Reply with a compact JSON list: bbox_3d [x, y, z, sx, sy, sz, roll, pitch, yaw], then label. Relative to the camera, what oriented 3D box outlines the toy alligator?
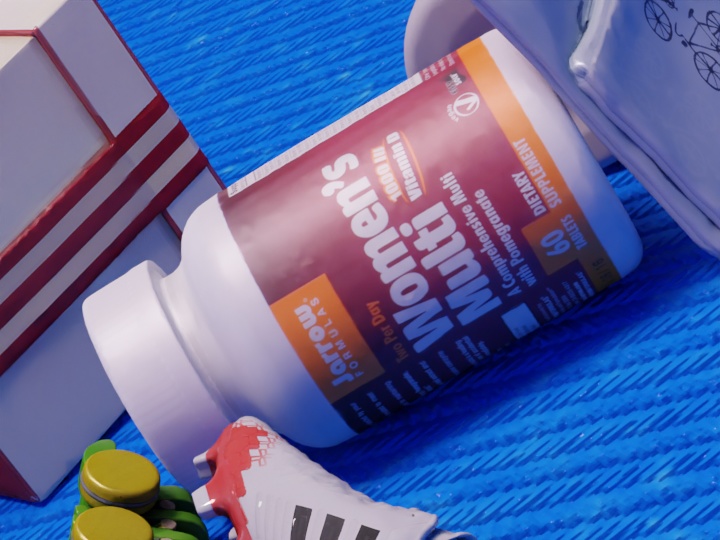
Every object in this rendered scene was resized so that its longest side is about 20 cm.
[{"bbox_3d":[-0.084,0.125,1.074,0.054,0.059,0.200,10,29,-5],"label":"toy alligator"}]

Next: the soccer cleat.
[{"bbox_3d":[-0.001,0.105,1.002,0.085,0.069,0.200,-24,28,-3],"label":"soccer cleat"}]

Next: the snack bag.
[{"bbox_3d":[0.099,-0.122,1.137,0.021,0.200,0.189,-34,20,34],"label":"snack bag"}]

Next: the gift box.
[{"bbox_3d":[-0.178,-0.030,1.304,0.200,0.185,0.187,12,52,48],"label":"gift box"}]

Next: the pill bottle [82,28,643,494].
[{"bbox_3d":[0.000,0.000,1.128,0.200,0.110,0.110,-31,25,4],"label":"pill bottle"}]

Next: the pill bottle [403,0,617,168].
[{"bbox_3d":[0.095,-0.139,1.265,0.111,0.111,0.200,-17,29,30],"label":"pill bottle"}]
